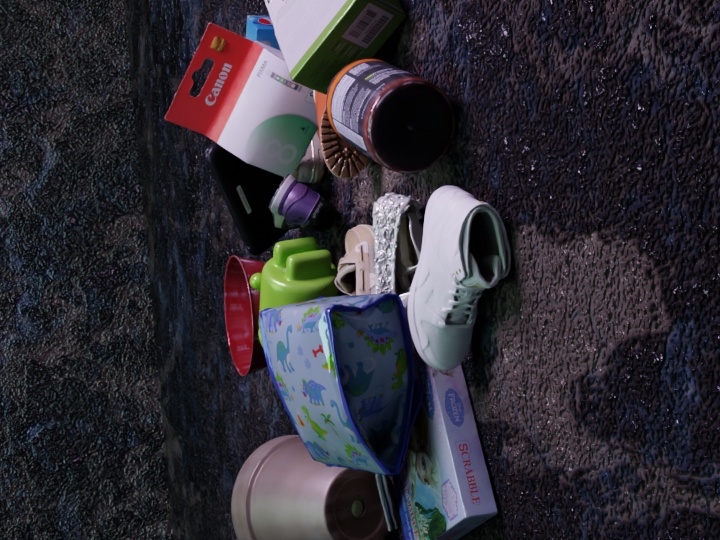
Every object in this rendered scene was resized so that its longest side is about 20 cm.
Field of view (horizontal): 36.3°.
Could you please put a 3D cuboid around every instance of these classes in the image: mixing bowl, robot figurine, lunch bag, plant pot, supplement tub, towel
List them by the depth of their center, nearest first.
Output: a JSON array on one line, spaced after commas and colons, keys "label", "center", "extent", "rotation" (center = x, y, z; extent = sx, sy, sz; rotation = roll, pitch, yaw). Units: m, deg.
[{"label": "supplement tub", "center": [0.025, -0.184, 1.266], "extent": [0.200, 0.107, 0.107], "rotation": [-135, 44, -63]}, {"label": "lunch bag", "center": [-0.019, 0.131, 1.267], "extent": [0.170, 0.127, 0.201], "rotation": [-6, 92, 59]}, {"label": "towel", "center": [0.019, 0.209, 1.391], "extent": [0.144, 0.023, 0.200], "rotation": [77, 180, -47]}, {"label": "plant pot", "center": [-0.049, 0.325, 1.506], "extent": [0.173, 0.199, 0.201], "rotation": [-13, 82, 53]}, {"label": "robot figurine", "center": [-0.092, 0.054, 1.632], "extent": [0.175, 0.115, 0.201], "rotation": [42, 135, 46]}, {"label": "mixing bowl", "center": [-0.153, 0.071, 1.821], "extent": [0.200, 0.108, 0.201], "rotation": [176, 90, -71]}]

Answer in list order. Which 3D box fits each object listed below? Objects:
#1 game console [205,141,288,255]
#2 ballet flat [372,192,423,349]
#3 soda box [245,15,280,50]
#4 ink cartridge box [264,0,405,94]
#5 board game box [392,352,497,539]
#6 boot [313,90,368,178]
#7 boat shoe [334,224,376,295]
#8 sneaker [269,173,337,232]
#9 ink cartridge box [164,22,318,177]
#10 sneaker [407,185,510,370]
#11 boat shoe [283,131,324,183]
[{"label": "game console", "center": [-0.177, -0.155, 1.738], "extent": [0.116, 0.176, 0.200], "rotation": [14, 137, 43]}, {"label": "ballet flat", "center": [0.052, 0.006, 1.299], "extent": [0.072, 0.071, 0.201], "rotation": [176, 88, -71]}, {"label": "soda box", "center": [-0.156, -0.314, 1.810], "extent": [0.068, 0.064, 0.201], "rotation": [-122, 33, -53]}, {"label": "ink cartridge box", "center": [-0.041, -0.342, 1.381], "extent": [0.148, 0.076, 0.200], "rotation": [-46, 45, 30]}, {"label": "board game box", "center": [0.083, 0.213, 1.281], "extent": [0.200, 0.041, 0.201], "rotation": [121, 141, -59]}, {"label": "boot", "center": [-0.026, -0.208, 1.467], "extent": [0.107, 0.075, 0.201], "rotation": [134, 137, -69]}, {"label": "boat shoe", "center": [0.000, 0.000, 1.421], "extent": [0.200, 0.065, 0.072], "rotation": [-111, 23, -56]}, {"label": "sneaker", "center": [-0.078, -0.081, 1.627], "extent": [0.076, 0.087, 0.200], "rotation": [-60, -4, 0]}, {"label": "ink cartridge box", "center": [-0.151, -0.235, 1.545], "extent": [0.161, 0.199, 0.050], "rotation": [-60, 30, 22]}, {"label": "sneaker", "center": [0.102, 0.020, 1.138], "extent": [0.116, 0.073, 0.201], "rotation": [-143, 53, -69]}, {"label": "boat shoe", "center": [-0.106, -0.226, 1.677], "extent": [0.074, 0.069, 0.201], "rotation": [121, 140, -58]}]
